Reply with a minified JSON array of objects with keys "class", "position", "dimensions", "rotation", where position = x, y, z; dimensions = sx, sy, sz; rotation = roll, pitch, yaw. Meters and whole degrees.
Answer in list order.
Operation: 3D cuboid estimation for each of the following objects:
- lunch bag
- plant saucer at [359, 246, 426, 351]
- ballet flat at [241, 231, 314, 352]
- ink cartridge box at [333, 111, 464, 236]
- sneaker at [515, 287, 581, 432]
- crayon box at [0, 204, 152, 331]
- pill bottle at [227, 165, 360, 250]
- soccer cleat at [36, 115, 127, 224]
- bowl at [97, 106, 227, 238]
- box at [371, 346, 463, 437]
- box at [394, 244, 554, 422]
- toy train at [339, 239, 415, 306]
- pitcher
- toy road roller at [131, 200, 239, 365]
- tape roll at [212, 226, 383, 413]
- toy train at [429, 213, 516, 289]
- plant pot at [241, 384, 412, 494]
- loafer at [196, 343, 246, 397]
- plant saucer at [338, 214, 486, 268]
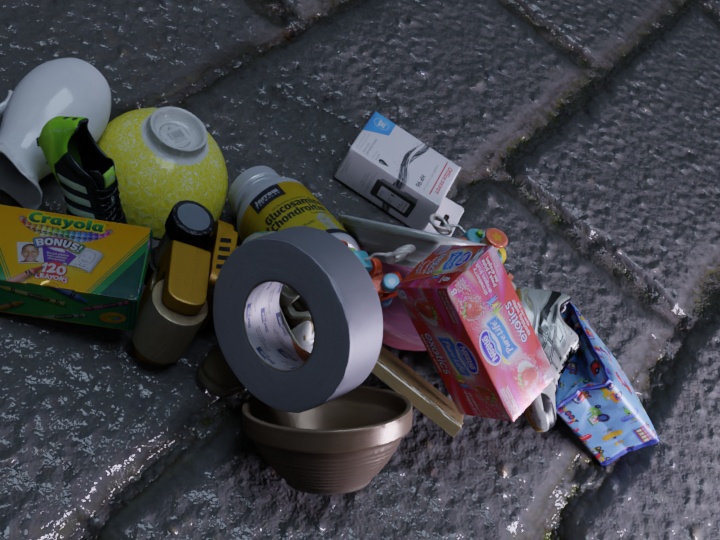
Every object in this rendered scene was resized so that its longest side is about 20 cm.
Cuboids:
[{"class":"lunch bag","position":[0.324,0.138,1.705],"dimensions":[0.151,0.094,0.201],"rotation":[47,26,-34]},{"class":"plant saucer","position":[0.051,0.034,1.687],"dimensions":[0.199,0.051,0.202],"rotation":[22,41,-20]},{"class":"ballet flat","position":[-0.083,0.046,1.475],"dimensions":[0.067,0.062,0.201],"rotation":[-41,108,-54]},{"class":"ink cartridge box","position":[0.074,-0.137,1.853],"dimensions":[0.199,0.068,0.116],"rotation":[33,42,-2]},{"class":"sneaker","position":[0.249,0.112,1.609],"dimensions":[0.087,0.076,0.202],"rotation":[0,64,-4]},{"class":"crayon box","position":[-0.351,-0.004,1.439],"dimensions":[0.198,0.059,0.120],"rotation":[8,46,-6]},{"class":"pill bottle","position":[-0.094,-0.052,1.620],"dimensions":[0.111,0.113,0.200],"rotation":[-8,40,-37]},{"class":"soccer cleat","position":[-0.322,-0.095,1.494],"dimensions":[0.068,0.080,0.201],"rotation":[-48,126,-42]},{"class":"bowl","position":[-0.256,-0.151,1.629],"dimensions":[0.198,0.108,0.201],"rotation":[18,44,-18]},{"class":"box","position":[0.048,0.132,1.556],"dimensions":[0.199,0.021,0.163],"rotation":[38,4,5]},{"class":"box","position":[0.140,0.075,1.499],"dimensions":[0.095,0.099,0.201],"rotation":[-41,115,-30]},{"class":"toy train","position":[0.000,0.000,1.519],"dimensions":[0.149,0.200,0.056],"rotation":[-18,72,-11]},{"class":"pitcher","position":[-0.424,-0.188,1.562],"dimensions":[0.170,0.122,0.201],"rotation":[24,53,8]},{"class":"toy road roller","position":[-0.188,0.025,1.498],"dimensions":[0.145,0.123,0.201],"rotation":[20,43,-17]},{"class":"tape roll","position":[-0.073,0.055,1.387],"dimensions":[0.201,0.201,0.066],"rotation":[49,37,16]},{"class":"toy train","position":[0.158,-0.011,1.719],"dimensions":[0.149,0.056,0.201],"rotation":[26,37,-22]},{"class":"plant pot","position":[-0.038,0.199,1.424],"dimensions":[0.198,0.094,0.201],"rotation":[0,9,0]},{"class":"loafer","position":[-0.114,0.092,1.524],"dimensions":[0.076,0.068,0.200],"rotation":[45,43,12]},{"class":"plant saucer","position":[0.065,-0.031,1.613],"dimensions":[0.198,0.051,0.200],"rotation":[12,2,0]}]
